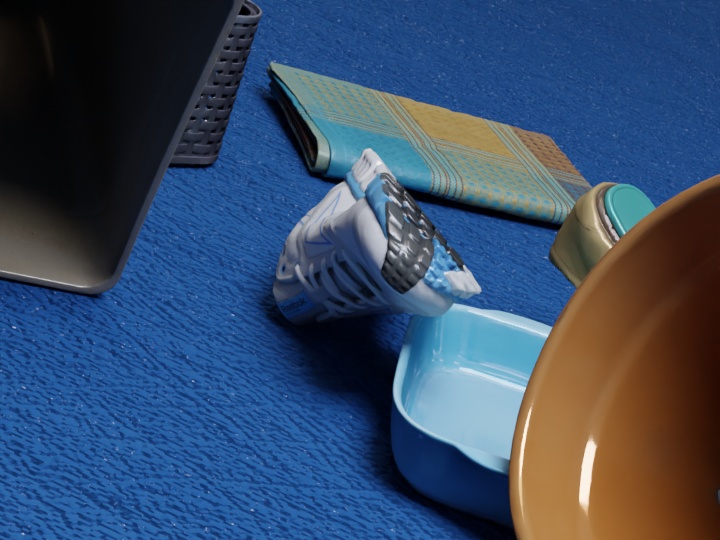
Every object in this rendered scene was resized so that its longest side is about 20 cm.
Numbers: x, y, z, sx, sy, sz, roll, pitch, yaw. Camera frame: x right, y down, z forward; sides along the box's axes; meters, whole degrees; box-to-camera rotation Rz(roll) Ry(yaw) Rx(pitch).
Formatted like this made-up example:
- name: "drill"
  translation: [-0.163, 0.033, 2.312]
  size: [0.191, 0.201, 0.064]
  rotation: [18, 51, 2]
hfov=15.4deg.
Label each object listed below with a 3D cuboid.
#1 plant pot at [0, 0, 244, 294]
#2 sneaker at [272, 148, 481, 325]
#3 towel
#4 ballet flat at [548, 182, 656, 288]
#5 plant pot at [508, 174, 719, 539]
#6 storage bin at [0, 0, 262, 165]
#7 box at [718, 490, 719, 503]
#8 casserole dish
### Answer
- name: "plant pot"
  translation: [-0.184, -0.136, 1.237]
  size: [0.199, 0.200, 0.177]
  rotation: [11, 42, -19]
- name: "sneaker"
  translation: [0.000, 0.000, 1.290]
  size: [0.075, 0.087, 0.200]
  rotation: [52, 0, -8]
- name: "towel"
  translation: [0.048, -0.071, 1.628]
  size: [0.200, 0.022, 0.147]
  rotation: [13, 21, -21]
- name: "ballet flat"
  translation: [0.161, 0.048, 1.328]
  size: [0.069, 0.063, 0.200]
  rotation: [-5, 58, -48]
- name: "plant pot"
  translation: [0.179, 0.076, 1.094]
  size: [0.140, 0.200, 0.200]
  rotation: [31, 10, -33]
- name: "storage bin"
  translation: [-0.172, -0.128, 1.469]
  size: [0.200, 0.094, 0.135]
  rotation: [0, 26, -44]
- name: "box"
  translation: [0.234, 0.071, 1.286]
  size: [0.200, 0.041, 0.156]
  rotation: [2, 53, -42]
- name: "casserole dish"
  translation: [0.071, 0.071, 1.235]
  size: [0.121, 0.039, 0.200]
  rotation: [19, 20, 0]
